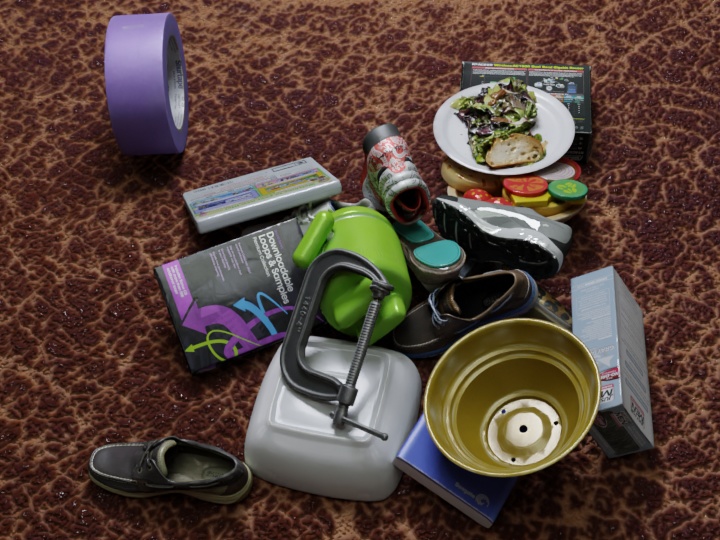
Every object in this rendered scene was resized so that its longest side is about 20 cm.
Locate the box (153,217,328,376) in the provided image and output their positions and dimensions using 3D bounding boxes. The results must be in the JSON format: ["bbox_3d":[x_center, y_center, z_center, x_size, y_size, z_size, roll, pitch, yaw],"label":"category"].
[{"bbox_3d":[-0.148,0.032,1.431,0.198,0.036,0.145,-21,81,-15],"label":"box"}]

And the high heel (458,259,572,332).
[{"bbox_3d":[0.230,0.005,1.451,0.199,0.072,0.142,28,54,27],"label":"high heel"}]

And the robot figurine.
[{"bbox_3d":[0.000,0.000,1.393,0.115,0.175,0.201,-39,35,20],"label":"robot figurine"}]

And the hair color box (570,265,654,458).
[{"bbox_3d":[0.297,0.107,1.329,0.060,0.099,0.202,-19,43,27],"label":"hair color box"}]

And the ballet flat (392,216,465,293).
[{"bbox_3d":[0.092,-0.011,1.436,0.067,0.068,0.200,-15,22,-7],"label":"ballet flat"}]

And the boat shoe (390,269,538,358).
[{"bbox_3d":[0.117,0.044,1.378,0.198,0.072,0.073,-27,62,17],"label":"boat shoe"}]

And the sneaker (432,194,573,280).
[{"bbox_3d":[0.178,-0.052,1.424,0.198,0.075,0.079,23,49,29],"label":"sneaker"}]

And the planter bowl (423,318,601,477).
[{"bbox_3d":[0.175,0.159,1.248,0.197,0.084,0.202,-11,49,13],"label":"planter bowl"}]

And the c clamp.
[{"bbox_3d":[-0.015,0.078,1.284,0.169,0.027,0.203,9,83,34],"label":"c clamp"}]

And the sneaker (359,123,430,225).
[{"bbox_3d":[0.047,-0.097,1.480,0.066,0.202,0.109,-21,66,-6],"label":"sneaker"}]

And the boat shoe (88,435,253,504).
[{"bbox_3d":[-0.224,0.222,1.296,0.197,0.065,0.074,2,51,7],"label":"boat shoe"}]

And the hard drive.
[{"bbox_3d":[0.142,0.182,1.311,0.131,0.025,0.201,33,57,6],"label":"hard drive"}]

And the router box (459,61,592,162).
[{"bbox_3d":[0.242,-0.236,1.657,0.197,0.063,0.151,4,51,7],"label":"router box"}]

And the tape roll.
[{"bbox_3d":[-0.309,-0.271,1.632,0.084,0.201,0.202,-3,49,2],"label":"tape roll"}]

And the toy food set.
[{"bbox_3d":[0.216,-0.115,1.533,0.195,0.049,0.201,-4,29,-7],"label":"toy food set"}]

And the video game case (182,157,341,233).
[{"bbox_3d":[-0.140,-0.106,1.542,0.197,0.022,0.182,-17,19,-10],"label":"video game case"}]

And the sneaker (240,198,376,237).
[{"bbox_3d":[-0.067,-0.062,1.514,0.197,0.088,0.075,-9,50,-2],"label":"sneaker"}]

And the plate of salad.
[{"bbox_3d":[0.200,-0.207,1.558,0.197,0.048,0.202,-3,46,3],"label":"plate of salad"}]

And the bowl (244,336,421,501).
[{"bbox_3d":[-0.033,0.162,1.331,0.197,0.075,0.202,9,52,12],"label":"bowl"}]
